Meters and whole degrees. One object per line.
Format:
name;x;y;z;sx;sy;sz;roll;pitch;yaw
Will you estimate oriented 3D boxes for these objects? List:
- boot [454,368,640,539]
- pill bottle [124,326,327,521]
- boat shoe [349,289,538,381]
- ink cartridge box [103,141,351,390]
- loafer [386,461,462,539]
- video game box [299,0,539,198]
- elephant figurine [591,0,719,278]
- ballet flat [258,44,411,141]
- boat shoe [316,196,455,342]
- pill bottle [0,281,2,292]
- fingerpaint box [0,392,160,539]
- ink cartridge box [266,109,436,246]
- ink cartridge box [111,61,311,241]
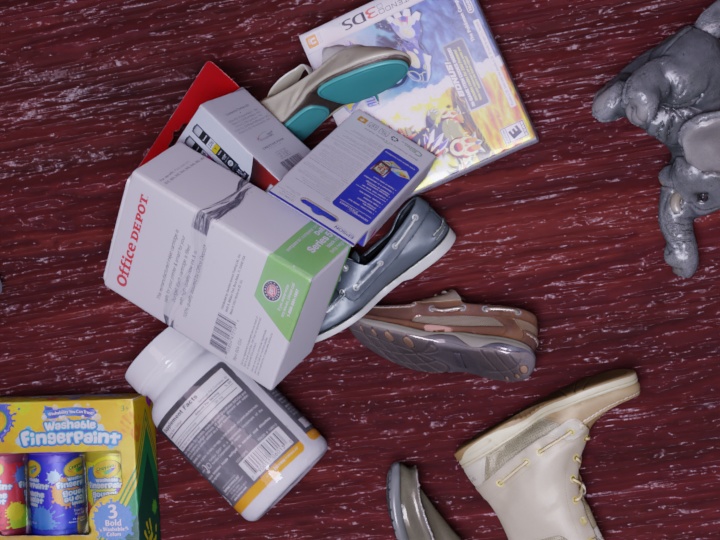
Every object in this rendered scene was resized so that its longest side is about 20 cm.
boot;0.213;0.200;1.423;0.200;0.073;0.156;-29;86;11
pill bottle;-0.139;0.148;1.462;0.200;0.116;0.116;45;98;7
boat shoe;0.086;0.059;1.451;0.200;0.076;0.072;10;59;18
ink cartridge box;-0.128;-0.006;1.345;0.200;0.084;0.146;31;128;13
loafer;0.077;0.286;1.456;0.070;0.075;0.200;-17;93;-2
video game box;0.058;-0.186;1.456;0.182;0.047;0.200;-24;87;12
elephant figurine;0.328;-0.123;1.382;0.200;0.155;0.142;51;55;-5
ballet flat;-0.037;-0.185;1.420;0.200;0.069;0.070;-29;86;31
boat shoe;0.000;0.000;1.449;0.200;0.073;0.062;-35;111;2
pill bottle;-0.480;0.058;1.521;0.200;0.111;0.111;-41;85;8
fingerpaint box;-0.320;0.216;1.516;0.200;0.073;0.167;-2;91;10
ink cartridge box;-0.009;-0.082;1.355;0.095;0.200;0.037;32;126;8
ink cartridge box;-0.156;-0.078;1.439;0.176;0.084;0.200;43;123;7
